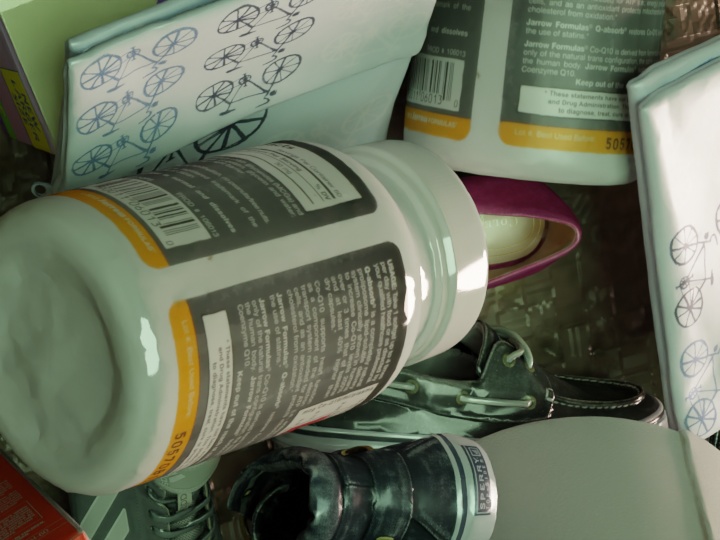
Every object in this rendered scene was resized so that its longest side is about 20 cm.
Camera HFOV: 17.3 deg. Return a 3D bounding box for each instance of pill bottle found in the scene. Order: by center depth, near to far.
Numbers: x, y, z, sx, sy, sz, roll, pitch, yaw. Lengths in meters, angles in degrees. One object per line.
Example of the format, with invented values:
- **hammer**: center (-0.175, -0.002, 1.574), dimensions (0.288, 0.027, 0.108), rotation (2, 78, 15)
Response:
- **pill bottle**: center (-0.049, 0.011, 0.956), dimensions (0.199, 0.116, 0.117), rotation (-16, 106, -43)
- **pill bottle**: center (0.085, -0.144, 1.076), dimensions (0.116, 0.116, 0.201), rotation (3, 98, -22)

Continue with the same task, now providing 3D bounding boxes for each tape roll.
- **tape roll**: center (0.104, 0.186, 1.083), dimensions (0.201, 0.139, 0.203), rotation (-2, 127, -2)

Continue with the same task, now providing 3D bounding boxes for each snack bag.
- **snack bag**: center (-0.050, -0.068, 0.997), dimensions (0.188, 0.200, 0.021), rotation (-25, 69, -23)
- **snack bag**: center (0.210, -0.038, 1.104), dimensions (0.199, 0.021, 0.189), rotation (-27, 123, -27)

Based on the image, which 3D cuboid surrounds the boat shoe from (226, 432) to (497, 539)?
- **boat shoe**: center (-0.027, 0.118, 1.040), dimensions (0.090, 0.200, 0.071), rotation (3, 65, -28)

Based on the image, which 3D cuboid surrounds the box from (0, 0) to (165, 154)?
- **box**: center (-0.088, -0.173, 1.013), dimensions (0.199, 0.097, 0.177), rotation (-27, 108, -17)

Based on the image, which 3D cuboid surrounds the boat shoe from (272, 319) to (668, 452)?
- **boat shoe**: center (0.057, 0.060, 1.123), dimensions (0.199, 0.072, 0.071), rotation (-1, 104, -20)

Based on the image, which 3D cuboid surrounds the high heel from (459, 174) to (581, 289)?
- **high heel**: center (0.000, 0.000, 1.077), dimensions (0.199, 0.096, 0.068), rotation (-12, 103, -20)

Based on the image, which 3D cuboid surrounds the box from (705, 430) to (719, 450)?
- **box**: center (0.250, 0.014, 1.210), dimensions (0.159, 0.044, 0.201), rotation (7, 96, -23)

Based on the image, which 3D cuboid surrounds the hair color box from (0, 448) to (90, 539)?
- **hair color box**: center (-0.142, 0.136, 0.986), dimensions (0.061, 0.200, 0.102), rotation (-33, 109, -13)

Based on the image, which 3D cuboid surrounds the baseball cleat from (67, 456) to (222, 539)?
- **baseball cleat**: center (-0.091, 0.104, 1.052), dimensions (0.070, 0.106, 0.201), rotation (-32, 113, -29)
